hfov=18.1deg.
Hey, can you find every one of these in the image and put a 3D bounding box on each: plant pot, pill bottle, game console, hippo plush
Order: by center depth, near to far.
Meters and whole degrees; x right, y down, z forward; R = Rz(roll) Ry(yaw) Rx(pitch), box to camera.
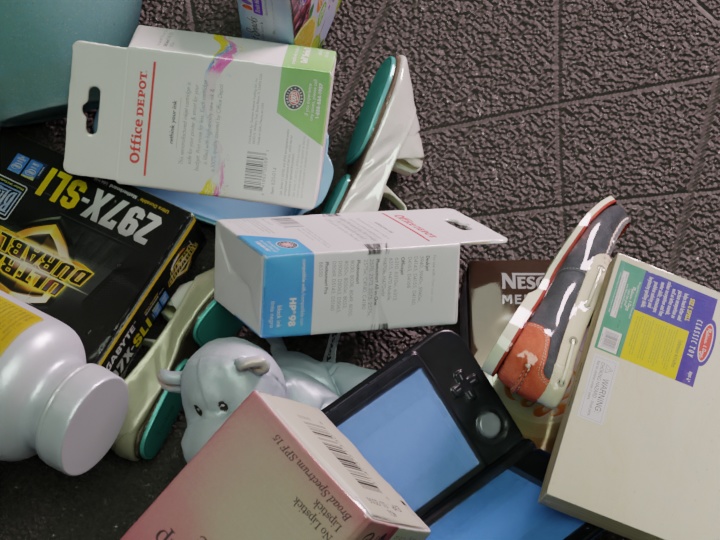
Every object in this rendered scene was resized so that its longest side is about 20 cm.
[{"bbox_3d":[0.055,0.152,1.598,0.200,0.118,0.171,-34,95,-25],"label":"game console"},{"bbox_3d":[-0.274,0.073,1.665,0.200,0.112,0.112,26,72,23],"label":"pill bottle"},{"bbox_3d":[-0.051,0.103,1.677,0.159,0.161,0.200,-11,71,28],"label":"hippo plush"},{"bbox_3d":[-0.260,-0.190,1.798,0.200,0.200,0.135,-13,89,-5],"label":"plant pot"}]

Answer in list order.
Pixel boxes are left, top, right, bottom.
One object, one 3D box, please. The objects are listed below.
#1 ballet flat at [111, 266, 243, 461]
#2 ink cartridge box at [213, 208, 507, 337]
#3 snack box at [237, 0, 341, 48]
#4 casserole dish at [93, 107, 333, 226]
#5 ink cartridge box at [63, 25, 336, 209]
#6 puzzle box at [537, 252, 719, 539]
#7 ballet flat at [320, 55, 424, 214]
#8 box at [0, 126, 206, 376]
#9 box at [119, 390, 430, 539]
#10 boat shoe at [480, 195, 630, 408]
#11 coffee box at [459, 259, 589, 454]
[{"bbox_3d":[-0.145,0.055,1.772,0.069,0.069,0.200,31,73,10],"label":"ballet flat"},{"bbox_3d":[0.000,0.000,1.722,0.200,0.116,0.067,-3,105,-21],"label":"ink cartridge box"},{"bbox_3d":[-0.049,-0.242,1.802,0.053,0.200,0.142,18,72,7],"label":"snack box"},{"bbox_3d":[-0.119,-0.093,1.834,0.200,0.039,0.121,18,72,7],"label":"casserole dish"},{"bbox_3d":[-0.125,-0.123,1.759,0.200,0.067,0.117,8,112,0],"label":"ink cartridge box"},{"bbox_3d":[0.216,0.098,1.610,0.133,0.025,0.200,22,64,-3],"label":"puzzle box"},{"bbox_3d":[0.013,-0.075,1.823,0.069,0.069,0.200,20,76,6],"label":"ballet flat"},{"bbox_3d":[-0.245,-0.007,1.775,0.200,0.049,0.160,25,70,23],"label":"box"},{"bbox_3d":[-0.075,0.198,1.518,0.200,0.109,0.128,-48,65,8],"label":"box"},{"bbox_3d":[0.159,0.022,1.677,0.063,0.071,0.200,31,50,7],"label":"boat shoe"},{"bbox_3d":[0.136,0.097,1.748,0.114,0.080,0.200,-1,71,-2],"label":"coffee box"}]
